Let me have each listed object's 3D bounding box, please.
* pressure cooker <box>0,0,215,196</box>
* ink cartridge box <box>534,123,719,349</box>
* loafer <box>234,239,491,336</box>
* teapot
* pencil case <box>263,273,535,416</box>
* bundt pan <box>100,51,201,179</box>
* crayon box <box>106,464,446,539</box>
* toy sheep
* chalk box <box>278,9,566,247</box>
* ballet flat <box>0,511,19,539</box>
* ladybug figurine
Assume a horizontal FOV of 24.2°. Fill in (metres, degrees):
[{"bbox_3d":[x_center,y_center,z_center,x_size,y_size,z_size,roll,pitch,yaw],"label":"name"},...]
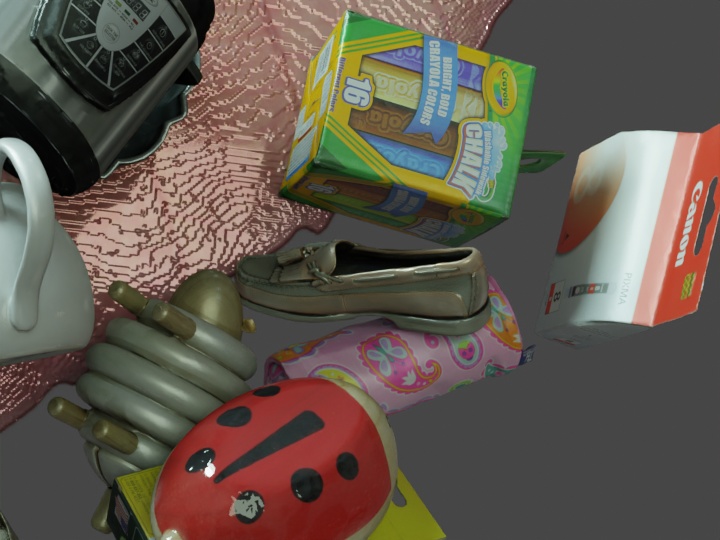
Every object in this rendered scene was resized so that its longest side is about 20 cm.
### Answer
[{"bbox_3d":[-0.197,-0.176,1.121,0.178,0.176,0.201,33,71,9],"label":"pressure cooker"},{"bbox_3d":[0.207,-0.032,1.276,0.050,0.200,0.164,19,74,-11],"label":"ink cartridge box"},{"bbox_3d":[0.000,0.000,1.242,0.198,0.063,0.072,7,34,15],"label":"loafer"},{"bbox_3d":[-0.272,-0.006,1.109,0.198,0.197,0.148,-10,88,5],"label":"teapot"},{"bbox_3d":[0.027,0.071,1.267,0.198,0.087,0.088,-20,85,-20],"label":"pencil case"},{"bbox_3d":[-0.222,-0.157,1.240,0.200,0.076,0.204,3,80,-16],"label":"bundt pan"},{"bbox_3d":[-0.057,0.177,1.142,0.198,0.051,0.127,-12,49,-29],"label":"crayon box"},{"bbox_3d":[-0.144,0.091,1.189,0.137,0.138,0.201,31,83,-8],"label":"toy sheep"},{"bbox_3d":[0.055,-0.097,1.285,0.198,0.125,0.125,16,75,-11],"label":"chalk box"},{"bbox_3d":[-0.283,0.164,1.177,0.067,0.046,0.202,-21,86,-18],"label":"ballet flat"},{"bbox_3d":[-0.052,0.131,1.100,0.135,0.072,0.199,38,45,21],"label":"ladybug figurine"}]
